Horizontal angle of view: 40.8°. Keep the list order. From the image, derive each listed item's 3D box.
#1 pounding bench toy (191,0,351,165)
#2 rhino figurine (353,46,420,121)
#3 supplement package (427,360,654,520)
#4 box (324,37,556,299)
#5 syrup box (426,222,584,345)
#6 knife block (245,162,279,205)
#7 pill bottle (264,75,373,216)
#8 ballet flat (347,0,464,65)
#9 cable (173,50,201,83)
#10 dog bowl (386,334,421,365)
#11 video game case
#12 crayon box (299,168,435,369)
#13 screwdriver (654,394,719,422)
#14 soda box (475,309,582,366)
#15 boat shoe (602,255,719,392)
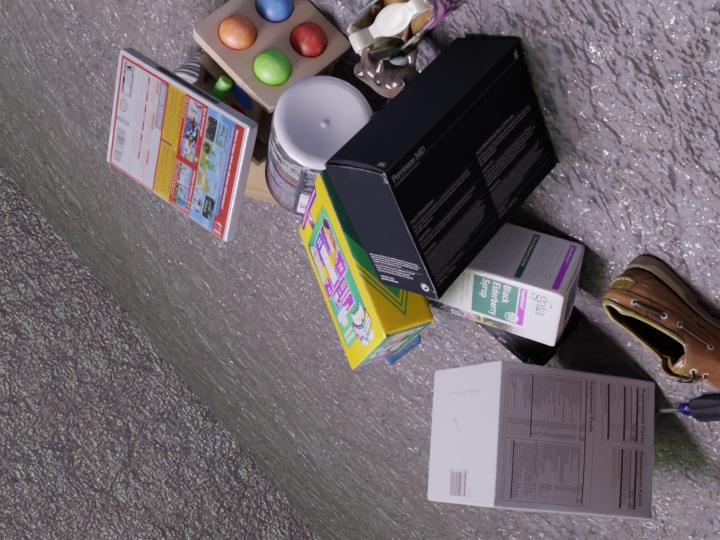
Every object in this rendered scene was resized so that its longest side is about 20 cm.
[{"bbox_3d":[-0.130,-0.205,1.070,0.124,0.200,0.156,45,158,5],"label":"pounding bench toy"},{"bbox_3d":[0.057,-0.155,0.955,0.087,0.060,0.200,7,152,39],"label":"rhino figurine"},{"bbox_3d":[0.199,0.191,1.076,0.199,0.151,0.152,9,167,-21],"label":"supplement package"},{"bbox_3d":[0.079,-0.096,0.871,0.079,0.200,0.142,17,142,42],"label":"box"},{"bbox_3d":[0.127,-0.001,1.021,0.199,0.082,0.079,19,141,19],"label":"syrup box"},{"bbox_3d":[-0.145,-0.133,1.228,0.200,0.175,0.064,81,177,-60],"label":"knife block"},{"bbox_3d":[-0.051,-0.123,1.059,0.106,0.106,0.200,45,163,4],"label":"pill bottle"},{"bbox_3d":[0.031,-0.234,0.906,0.069,0.071,0.200,57,156,-6],"label":"ballet flat"},{"bbox_3d":[-0.187,-0.205,1.338,0.200,0.069,0.200,29,151,38],"label":"cable"},{"bbox_3d":[0.020,0.019,1.228,0.112,0.049,0.201,78,170,-74],"label":"dog bowl"},{"bbox_3d":[-0.201,-0.139,1.065,0.200,0.017,0.144,33,125,25],"label":"video game case"},{"bbox_3d":[0.000,0.000,1.002,0.200,0.058,0.173,123,125,-73],"label":"crayon box"},{"bbox_3d":[0.338,0.149,1.050,0.028,0.029,0.200,50,161,-8],"label":"screwdriver"},{"bbox_3d":[0.153,0.022,1.115,0.200,0.063,0.071,41,157,15],"label":"soda box"},{"bbox_3d":[0.314,0.078,0.915,0.200,0.068,0.072,41,154,11],"label":"boat shoe"}]
